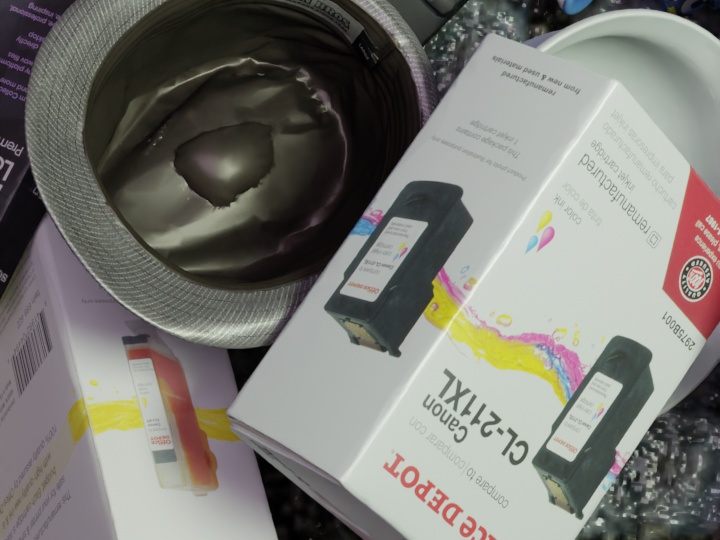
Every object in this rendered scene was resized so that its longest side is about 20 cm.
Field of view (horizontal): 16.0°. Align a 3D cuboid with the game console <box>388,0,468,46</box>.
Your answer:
[{"bbox_3d":[0.026,-0.207,1.176,0.200,0.116,0.176,-44,105,10],"label":"game console"}]

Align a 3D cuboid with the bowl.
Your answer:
[{"bbox_3d":[0.094,-0.028,1.204,0.200,0.090,0.202,-9,106,-32],"label":"bowl"}]

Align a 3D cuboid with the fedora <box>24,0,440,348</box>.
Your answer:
[{"bbox_3d":[-0.062,-0.049,1.114,0.200,0.090,0.177,-41,92,-27],"label":"fedora"}]

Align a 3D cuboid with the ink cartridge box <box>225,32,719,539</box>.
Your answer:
[{"bbox_3d":[0.060,0.028,1.079,0.083,0.146,0.200,26,78,45],"label":"ink cartridge box"}]

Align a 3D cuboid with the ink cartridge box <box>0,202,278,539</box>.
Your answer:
[{"bbox_3d":[-0.115,0.091,1.154,0.083,0.145,0.201,1,57,-30],"label":"ink cartridge box"}]

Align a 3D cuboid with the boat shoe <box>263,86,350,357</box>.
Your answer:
[{"bbox_3d":[0.000,0.000,1.203,0.072,0.067,0.201,1,101,-32],"label":"boat shoe"}]

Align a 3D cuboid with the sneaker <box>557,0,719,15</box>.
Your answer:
[{"bbox_3d":[0.183,-0.163,1.257,0.199,0.074,0.083,0,74,13],"label":"sneaker"}]

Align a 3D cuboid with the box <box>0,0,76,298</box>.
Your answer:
[{"bbox_3d":[-0.178,-0.100,1.146,0.142,0.036,0.201,22,81,24],"label":"box"}]
